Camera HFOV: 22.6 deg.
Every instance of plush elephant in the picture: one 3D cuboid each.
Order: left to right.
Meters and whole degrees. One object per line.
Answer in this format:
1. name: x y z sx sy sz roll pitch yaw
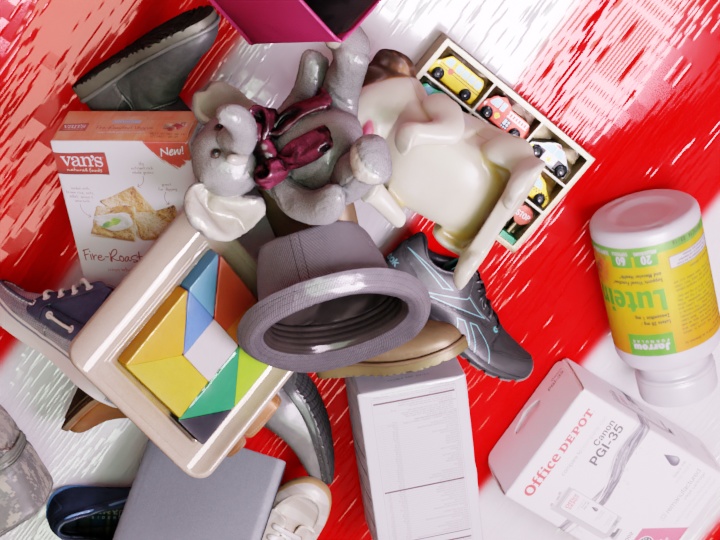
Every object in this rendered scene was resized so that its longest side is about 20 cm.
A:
1. plush elephant: -0.077 -0.109 1.564 0.153 0.166 0.200 0 154 -18

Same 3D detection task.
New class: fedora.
1. fedora: -0.031 0.015 1.629 0.176 0.091 0.200 -22 158 16

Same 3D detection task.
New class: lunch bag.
1. lunch bag: -0.421 0.198 1.740 0.199 0.139 0.169 -30 96 2

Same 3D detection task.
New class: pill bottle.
1. pill bottle: 0.301 0.031 1.806 0.110 0.111 0.202 -17 113 -3

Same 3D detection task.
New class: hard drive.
1. hard drive: -0.168 0.261 1.768 0.138 0.033 0.201 17 66 3

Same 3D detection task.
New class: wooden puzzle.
1. wooden puzzle: -0.146 0.069 1.644 0.185 0.037 0.200 -51 127 -13

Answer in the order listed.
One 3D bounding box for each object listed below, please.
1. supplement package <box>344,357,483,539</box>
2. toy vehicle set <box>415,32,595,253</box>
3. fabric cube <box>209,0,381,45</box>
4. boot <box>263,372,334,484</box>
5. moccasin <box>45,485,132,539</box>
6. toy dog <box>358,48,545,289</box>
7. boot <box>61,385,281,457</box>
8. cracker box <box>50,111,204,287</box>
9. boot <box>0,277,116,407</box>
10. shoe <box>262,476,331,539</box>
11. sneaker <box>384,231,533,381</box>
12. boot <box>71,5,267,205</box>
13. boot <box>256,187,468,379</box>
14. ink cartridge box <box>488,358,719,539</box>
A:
1. supplement package: 0.053 0.184 1.822 0.113 0.110 0.202 -9 112 -6
2. toy vehicle set: 0.116 -0.123 1.761 0.199 0.027 0.124 36 101 -20
3. fabric cube: -0.056 -0.328 1.533 0.196 0.199 0.200 45 77 -21
4. boot: -0.109 0.140 1.815 0.130 0.068 0.201 -18 113 11
5. moccasin: -0.218 0.260 1.828 0.198 0.068 0.081 -4 111 -10
6. toy dog: 0.066 -0.117 1.659 0.199 0.194 0.140 34 128 4
7. boot: -0.186 0.131 1.757 0.155 0.077 0.200 36 121 -22
8. cracker box: -0.199 -0.050 1.675 0.133 0.058 0.201 1 125 14
9. boot: -0.269 0.040 1.693 0.091 0.199 0.073 -60 153 6
10. shoe: -0.090 0.292 1.845 0.070 0.054 0.201 26 120 -17
11. sneaker: 0.104 0.039 1.796 0.199 0.075 0.079 35 100 -20
12. boot: -0.152 -0.129 1.675 0.181 0.073 0.201 -25 109 33
13. boot: 0.000 0.000 1.722 0.174 0.066 0.202 -9 104 25
14. ink cartridge box: 0.255 0.208 1.881 0.199 0.083 0.147 31 103 -19
